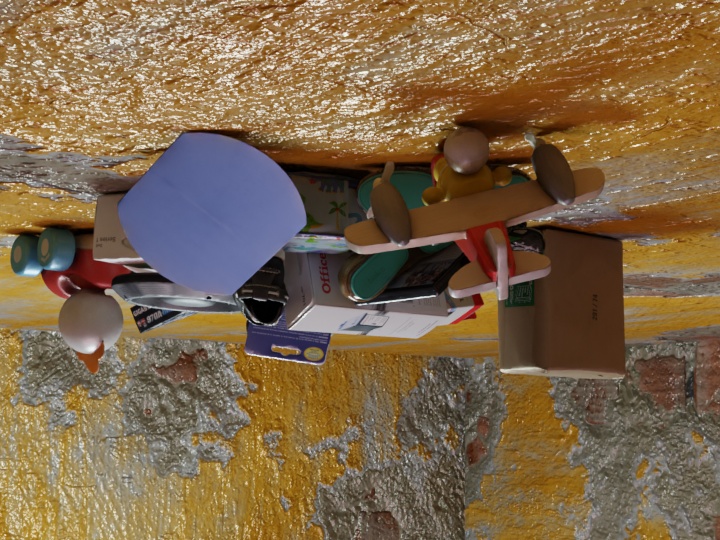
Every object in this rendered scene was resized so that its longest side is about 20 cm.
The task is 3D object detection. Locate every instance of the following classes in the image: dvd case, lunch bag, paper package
[{"bbox_3d":[0.095,-0.023,1.521,0.142,0.018,0.200,-8,-153,47],"label":"dvd case"},{"bbox_3d":[-0.092,-0.064,1.431,0.197,0.084,0.161,3,171,-17],"label":"lunch bag"},{"bbox_3d":[0.289,0.052,1.798,0.189,0.203,0.103,7,171,-42],"label":"paper package"}]

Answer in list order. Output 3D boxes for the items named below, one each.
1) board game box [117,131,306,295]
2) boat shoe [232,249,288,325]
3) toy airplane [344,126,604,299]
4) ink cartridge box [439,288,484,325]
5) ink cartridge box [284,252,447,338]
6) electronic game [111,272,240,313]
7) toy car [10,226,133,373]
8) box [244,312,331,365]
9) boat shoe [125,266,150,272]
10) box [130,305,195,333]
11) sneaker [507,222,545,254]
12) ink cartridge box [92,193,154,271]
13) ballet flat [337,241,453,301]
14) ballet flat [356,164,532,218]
[{"bbox_3d":[-0.152,-0.067,1.295,0.157,0.039,0.200,37,123,-19],"label":"board game box"},{"bbox_3d":[-0.120,0.035,1.481,0.071,0.069,0.200,-3,161,-6],"label":"boat shoe"},{"bbox_3d":[0.108,-0.065,1.198,0.197,0.143,0.200,10,-148,36],"label":"toy airplane"},{"bbox_3d":[0.095,0.014,1.757,0.198,0.117,0.067,-5,157,-41],"label":"ink cartridge box"},{"bbox_3d":[0.000,0.000,1.593,0.198,0.148,0.086,5,152,-28],"label":"ink cartridge box"},{"bbox_3d":[-0.220,0.025,1.606,0.197,0.042,0.200,4,172,0],"label":"electronic game"},{"bbox_3d":[-0.408,0.051,1.853,0.183,0.203,0.176,8,170,-40],"label":"toy car"},{"bbox_3d":[-0.087,0.030,1.711,0.119,0.202,0.033,9,-156,-11],"label":"box"},{"bbox_3d":[-0.269,-0.031,1.762,0.198,0.073,0.068,8,-169,-27],"label":"boat shoe"},{"bbox_3d":[-0.230,0.030,1.915,0.158,0.047,0.199,-24,178,41],"label":"box"},{"bbox_3d":[0.179,-0.042,1.575,0.077,0.086,0.200,28,173,-15],"label":"sneaker"},{"bbox_3d":[-0.221,-0.043,1.583,0.144,0.086,0.199,-2,172,28],"label":"ink cartridge box"},{"bbox_3d":[0.050,-0.035,1.488,0.199,0.068,0.072,-39,-155,-13],"label":"ballet flat"},{"bbox_3d":[0.097,-0.080,1.368,0.197,0.073,0.072,0,172,14],"label":"ballet flat"}]
